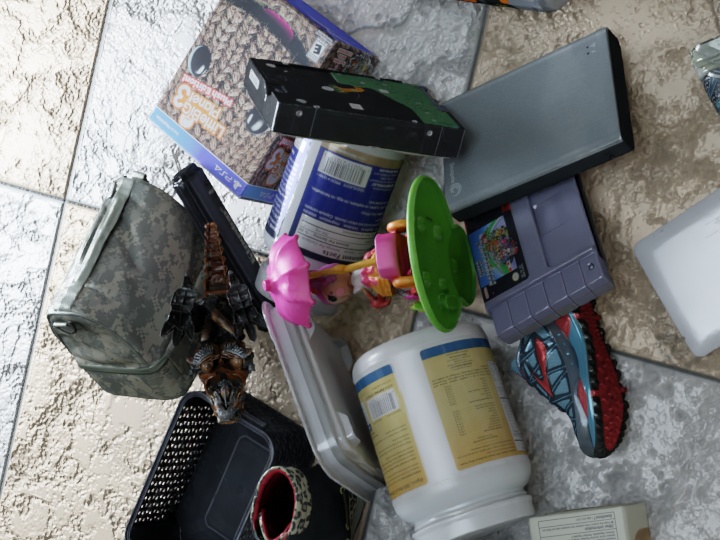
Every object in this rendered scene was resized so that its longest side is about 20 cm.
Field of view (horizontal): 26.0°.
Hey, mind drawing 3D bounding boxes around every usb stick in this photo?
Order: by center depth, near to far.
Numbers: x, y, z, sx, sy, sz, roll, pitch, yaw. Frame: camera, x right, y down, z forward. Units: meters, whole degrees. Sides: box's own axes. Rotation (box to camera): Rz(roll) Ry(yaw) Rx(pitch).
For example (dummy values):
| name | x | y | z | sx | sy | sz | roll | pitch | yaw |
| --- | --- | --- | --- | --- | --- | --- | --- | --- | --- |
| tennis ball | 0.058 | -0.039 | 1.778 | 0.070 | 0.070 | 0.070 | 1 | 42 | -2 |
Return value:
| name | x | y | z | sx | sy | sz | roll | pitch | yaw |
| --- | --- | --- | --- | --- | --- | --- | --- | --- | --- |
| usb stick | -0.141 | -0.024 | 1.693 | 0.032 | 0.055 | 0.201 | -25 | 103 | 24 |

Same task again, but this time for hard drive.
| name | x | y | z | sx | sy | sz | roll | pitch | yaw |
| --- | --- | --- | --- | --- | --- | --- | --- | --- | --- |
| hard drive | 0.171 | -0.143 | 1.554 | 0.199 | 0.033 | 0.140 | -23 | 52 | 30 |
| hard drive | -0.008 | -0.163 | 1.572 | 0.140 | 0.199 | 0.038 | -123 | 43 | -58 |

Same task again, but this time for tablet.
| name | x | y | z | sx | sy | sz | roll | pitch | yaw |
| --- | --- | --- | --- | --- | --- | --- | --- | --- | --- |
| tablet | 0.370 | -0.022 | 1.481 | 0.200 | 0.014 | 0.131 | -35 | 71 | 22 |

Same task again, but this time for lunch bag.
| name | x | y | z | sx | sy | sz | roll | pitch | yaw |
| --- | --- | --- | --- | --- | --- | --- | --- | --- | --- |
| lunch bag | -0.244 | 0.016 | 1.692 | 0.139 | 0.168 | 0.201 | 5 | 57 | 31 |

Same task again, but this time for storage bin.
| name | x | y | z | sx | sy | sz | roll | pitch | yaw |
| --- | --- | --- | --- | --- | --- | --- | --- | --- | --- |
| storage bin | -0.153 | 0.243 | 1.703 | 0.135 | 0.094 | 0.201 | 28 | 101 | 27 |

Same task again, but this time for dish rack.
| name | x | y | z | sx | sy | sz | roll | pitch | yaw |
| --- | --- | --- | --- | --- | --- | --- | --- | --- | --- |
| dish rack | -0.028 | 0.128 | 1.593 | 0.043 | 0.172 | 0.201 | -25 | 63 | 9 |

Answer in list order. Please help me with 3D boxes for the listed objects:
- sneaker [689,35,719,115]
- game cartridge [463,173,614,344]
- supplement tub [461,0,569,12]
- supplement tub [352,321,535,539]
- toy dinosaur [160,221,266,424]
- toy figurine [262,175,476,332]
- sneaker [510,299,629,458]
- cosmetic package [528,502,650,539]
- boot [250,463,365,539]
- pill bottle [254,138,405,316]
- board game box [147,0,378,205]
| name | x | y | z | sx | sy | sz | roll | pitch | yaw |
| --- | --- | --- | --- | --- | --- | --- | --- | --- | --- |
| sneaker | 0.412 | -0.199 | 1.448 | 0.199 | 0.077 | 0.087 | -19 | 89 | 33 |
| game cartridge | 0.168 | -0.038 | 1.539 | 0.129 | 0.038 | 0.201 | -28 | 49 | 20 |
| supplement tub | 0.119 | -0.333 | 1.580 | 0.199 | 0.122 | 0.123 | 13 | 93 | 30 |
| supplement tub | 0.085 | 0.166 | 1.548 | 0.144 | 0.144 | 0.201 | -24 | 75 | 25 |
| toy dinosaur | -0.154 | 0.055 | 1.626 | 0.102 | 0.136 | 0.201 | -26 | 79 | -4 |
| toy figurine | 0.000 | 0.000 | 1.533 | 0.183 | 0.200 | 0.151 | -9 | 81 | 20 |
| sneaker | 0.199 | 0.096 | 1.539 | 0.095 | 0.079 | 0.201 | -26 | 65 | 30 |
| cosmetic package | 0.232 | 0.329 | 1.497 | 0.105 | 0.071 | 0.202 | -10 | 81 | 27 |
| boot | -0.064 | 0.291 | 1.615 | 0.073 | 0.153 | 0.205 | 13 | 92 | 29 |
| pill bottle | -0.036 | -0.060 | 1.644 | 0.115 | 0.115 | 0.201 | 29 | 107 | 27 |
| board game box | -0.108 | -0.199 | 1.708 | 0.159 | 0.097 | 0.201 | 39 | 104 | 25 |
